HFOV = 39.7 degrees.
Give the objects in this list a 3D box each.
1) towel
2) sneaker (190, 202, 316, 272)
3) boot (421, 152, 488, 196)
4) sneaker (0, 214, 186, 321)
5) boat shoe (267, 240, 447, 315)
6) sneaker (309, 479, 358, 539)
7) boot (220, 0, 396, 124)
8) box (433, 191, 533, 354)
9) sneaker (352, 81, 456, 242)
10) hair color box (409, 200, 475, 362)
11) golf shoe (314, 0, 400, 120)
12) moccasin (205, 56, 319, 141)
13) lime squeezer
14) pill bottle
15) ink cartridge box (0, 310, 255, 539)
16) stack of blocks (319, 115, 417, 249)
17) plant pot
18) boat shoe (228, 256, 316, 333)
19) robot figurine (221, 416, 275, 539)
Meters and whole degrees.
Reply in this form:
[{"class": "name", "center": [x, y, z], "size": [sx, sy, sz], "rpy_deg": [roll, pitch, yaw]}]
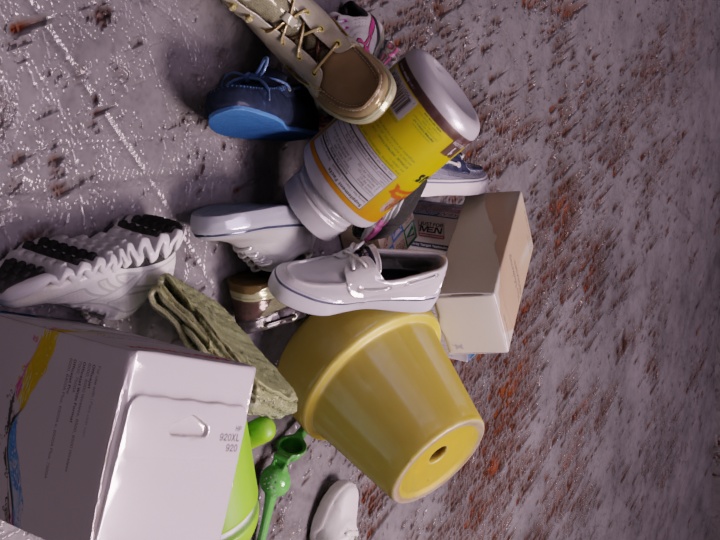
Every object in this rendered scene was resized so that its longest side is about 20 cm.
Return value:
[{"class": "towel", "center": [-0.124, 0.076, 0.922], "size": [0.036, 0.149, 0.200], "rpy_deg": [-41, 169, -1]}, {"class": "sneaker", "center": [-0.100, -0.033, 1.030], "size": [0.199, 0.072, 0.073], "rpy_deg": [-6, 100, -57]}, {"class": "boot", "center": [0.103, -0.142, 1.215], "size": [0.199, 0.072, 0.092], "rpy_deg": [-11, 112, -56]}, {"class": "sneaker", "center": [-0.225, 0.009, 0.849], "size": [0.199, 0.074, 0.083], "rpy_deg": [-19, 123, -54]}, {"class": "boat shoe", "center": [0.000, 0.000, 1.043], "size": [0.196, 0.074, 0.066], "rpy_deg": [-1, 131, -29]}, {"class": "sneaker", "center": [-0.022, 0.368, 1.243], "size": [0.075, 0.087, 0.204], "rpy_deg": [29, 73, -55]}, {"class": "boot", "center": [-0.061, -0.229, 0.945], "size": [0.072, 0.200, 0.154], "rpy_deg": [-46, 143, 4]}, {"class": "box", "center": [0.151, 0.000, 1.208], "size": [0.202, 0.076, 0.096], "rpy_deg": [-68, 147, -46]}, {"class": "sneaker", "center": [0.034, -0.132, 1.109], "size": [0.203, 0.085, 0.080], "rpy_deg": [-64, 157, 9]}, {"class": "hair color box", "center": [0.113, 0.013, 1.357], "size": [0.060, 0.098, 0.204], "rpy_deg": [-32, 124, -50]}, {"class": "golf shoe", "center": [-0.020, -0.231, 1.092], "size": [0.093, 0.072, 0.201], "rpy_deg": [53, 28, -16]}, {"class": "moccasin", "center": [-0.103, -0.171, 1.003], "size": [0.200, 0.079, 0.070], "rpy_deg": [-7, 90, -74]}, {"class": "lime squeezer", "center": [-0.082, 0.229, 1.159], "size": [0.071, 0.037, 0.203], "rpy_deg": [54, 52, -49]}, {"class": "pill bottle", "center": [0.017, -0.121, 1.013], "size": [0.109, 0.199, 0.110], "rpy_deg": [43, 22, -22]}, {"class": "ink cartridge box", "center": [-0.209, 0.121, 0.775], "size": [0.146, 0.197, 0.148], "rpy_deg": [17, 84, -57]}, {"class": "stack of blocks", "center": [0.015, -0.112, 1.207], "size": [0.115, 0.058, 0.203], "rpy_deg": [-48, 136, -41]}, {"class": "plant pot", "center": [0.034, 0.143, 1.111], "size": [0.199, 0.189, 0.203], "rpy_deg": [-29, 147, -21]}, {"class": "boat shoe", "center": [-0.070, 0.027, 1.104], "size": [0.198, 0.072, 0.066], "rpy_deg": [-8, 110, -47]}, {"class": "robot figurine", "center": [-0.159, 0.193, 0.953], "size": [0.175, 0.113, 0.204], "rpy_deg": [-45, 135, -55]}]
